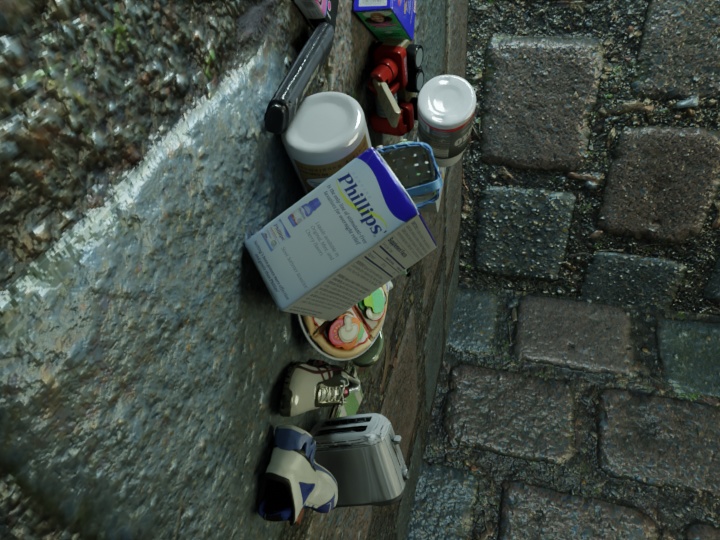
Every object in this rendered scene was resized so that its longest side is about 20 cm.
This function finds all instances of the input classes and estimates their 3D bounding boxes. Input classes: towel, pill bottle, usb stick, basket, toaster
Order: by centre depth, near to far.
[{"bbox_3d":[-0.077,-0.256,0.677,0.056,0.032,0.201,125,-13,-53],"label":"usb stick"},{"bbox_3d":[-0.033,-0.144,0.747,0.200,0.113,0.115,69,32,-59],"label":"pill bottle"},{"bbox_3d":[-0.017,0.337,0.919,0.114,0.198,0.131,-30,108,-71],"label":"toaster"},{"bbox_3d":[0.072,-0.177,1.023,0.201,0.175,0.140,-83,156,-59],"label":"basket"},{"bbox_3d":[0.176,-0.302,1.075,0.200,0.113,0.115,61,38,-75],"label":"pill bottle"},{"bbox_3d":[-0.035,0.324,1.103,0.153,0.023,0.201,79,23,-50],"label":"towel"}]

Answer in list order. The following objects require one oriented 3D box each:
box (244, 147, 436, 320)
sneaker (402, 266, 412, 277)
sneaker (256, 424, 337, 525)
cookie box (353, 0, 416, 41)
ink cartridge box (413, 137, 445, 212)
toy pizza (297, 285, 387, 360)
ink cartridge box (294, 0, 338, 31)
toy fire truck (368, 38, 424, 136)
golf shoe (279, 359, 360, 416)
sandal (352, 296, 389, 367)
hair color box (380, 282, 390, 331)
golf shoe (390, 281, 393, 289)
[{"bbox_3d":[-0.016,-0.034,0.680,0.105,0.199,0.184,58,7,16],"label":"box"},{"bbox_3d":[0.087,-0.060,1.202,0.074,0.117,0.201,79,23,-44],"label":"sneaker"},{"bbox_3d":[-0.105,0.336,0.784,0.116,0.080,0.201,-64,148,-41],"label":"sneaker"},{"bbox_3d":[0.053,-0.539,0.958,0.200,0.074,0.173,-25,120,-71],"label":"cookie box"},{"bbox_3d":[0.208,-0.302,1.588,0.146,0.087,0.202,65,34,-61],"label":"ink cartridge box"},{"bbox_3d":[-0.020,0.046,0.847,0.199,0.032,0.203,4,84,-43],"label":"toy pizza"},{"bbox_3d":[-0.051,-0.446,0.709,0.095,0.037,0.202,12,83,-74],"label":"ink cartridge box"},{"bbox_3d":[0.063,-0.336,1.027,0.201,0.128,0.177,-57,152,-34],"label":"toy fire truck"},{"bbox_3d":[-0.064,0.187,0.830,0.200,0.087,0.078,-6,104,-73],"label":"golf shoe"},{"bbox_3d":[0.012,0.113,1.116,0.057,0.079,0.203,49,41,-46],"label":"sandal"},{"bbox_3d":[0.000,0.000,0.935,0.109,0.064,0.202,23,69,-37],"label":"hair color box"},{"bbox_3d":[0.013,0.028,1.020,0.201,0.096,0.079,-62,156,-48],"label":"golf shoe"}]
